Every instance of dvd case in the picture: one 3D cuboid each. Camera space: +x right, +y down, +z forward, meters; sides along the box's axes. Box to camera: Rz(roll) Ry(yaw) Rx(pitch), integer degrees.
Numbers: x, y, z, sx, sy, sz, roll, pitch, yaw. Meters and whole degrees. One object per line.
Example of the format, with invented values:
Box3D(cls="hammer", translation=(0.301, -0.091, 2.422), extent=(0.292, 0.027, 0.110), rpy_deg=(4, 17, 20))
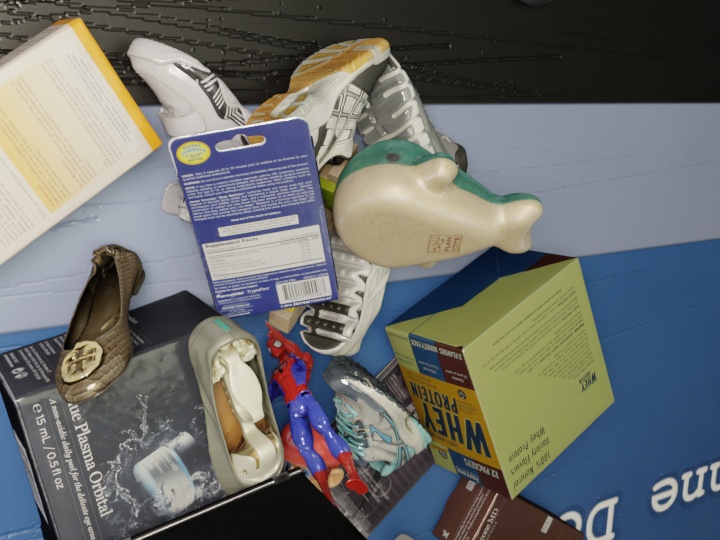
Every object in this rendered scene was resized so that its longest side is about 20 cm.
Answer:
Box3D(cls="dvd case", translation=(0.026, 0.209, 1.031), extent=(0.200, 0.016, 0.149), rpy_deg=(-44, 120, -15))

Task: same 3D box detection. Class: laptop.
Box3D(cls="laptop", translation=(-0.113, 0.260, 0.732), extent=(0.186, 0.116, 0.201), rpy_deg=(-17, 145, -24))

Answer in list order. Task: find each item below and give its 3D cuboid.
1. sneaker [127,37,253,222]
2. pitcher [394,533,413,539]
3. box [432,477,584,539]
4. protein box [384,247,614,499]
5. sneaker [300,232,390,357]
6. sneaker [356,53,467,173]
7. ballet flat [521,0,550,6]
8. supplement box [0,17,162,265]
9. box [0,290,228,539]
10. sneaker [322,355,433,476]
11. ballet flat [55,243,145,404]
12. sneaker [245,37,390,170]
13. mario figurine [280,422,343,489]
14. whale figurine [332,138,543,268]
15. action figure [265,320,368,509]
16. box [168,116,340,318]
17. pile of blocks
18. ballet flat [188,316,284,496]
Box3D(cls="sneaker", translation=(-0.155, -0.112, 0.797), extent=(0.200, 0.075, 0.115), rpy_deg=(43, 76, -36))
Box3D(cls="pitcher", translation=(0.005, 0.436, 1.025), extent=(0.199, 0.121, 0.173), rpy_deg=(-32, 133, -35))
Box3D(cls="box", translation=(0.199, 0.348, 1.143), extent=(0.199, 0.075, 0.101), rpy_deg=(33, 84, -32))
Box3D(cls="protein box", translation=(0.167, 0.111, 1.012), extent=(0.198, 0.134, 0.202), rpy_deg=(-34, 116, -28))
Box3D(cls="sneaker", translation=(0.000, 0.000, 0.938), extent=(0.081, 0.075, 0.202), rpy_deg=(38, 73, -59))
Box3D(cls="sneaker", translation=(0.058, -0.151, 0.939), extent=(0.115, 0.075, 0.202), rpy_deg=(-30, 97, -60))
Box3D(cls="ballet flat", translation=(0.171, -0.378, 0.944), extent=(0.073, 0.073, 0.200), rpy_deg=(-48, 122, -13))
Box3D(cls="supplement box", translation=(-0.285, -0.102, 0.717), extent=(0.200, 0.073, 0.127), rpy_deg=(-40, 120, -18))
Box3D(cls="box", translation=(-0.210, 0.151, 0.805), extent=(0.198, 0.117, 0.199), rpy_deg=(-20, 112, -28))
Box3D(cls="sneaker", translation=(0.009, 0.169, 0.940), extent=(0.086, 0.078, 0.200), rpy_deg=(-46, 135, -5))
Box3D(cls="ballet flat", translation=(-0.221, 0.035, 0.731), extent=(0.067, 0.201, 0.047), rpy_deg=(-14, 123, 7))
Box3D(cls="sneaker", translation=(-0.032, -0.149, 0.830), extent=(0.200, 0.075, 0.088), rpy_deg=(-49, 130, -33))
Box3D(cls="mario figurine", translation=(-0.077, 0.256, 0.917), extent=(0.122, 0.106, 0.202), rpy_deg=(4, 107, -16))
Box3D(cls="whale figurine", translation=(0.073, -0.068, 0.841), extent=(0.197, 0.105, 0.160), rpy_deg=(4, 145, 2))
Box3D(cls="action figure", translation=(-0.068, 0.132, 0.847), extent=(0.065, 0.201, 0.099), rpy_deg=(-38, 138, 12))
Box3D(cls="box", translation=(-0.090, -0.047, 0.771), extent=(0.120, 0.033, 0.201), rpy_deg=(-9, 130, -2))
Box3D(cls="pile of blocks", translation=(-0.065, -0.042, 0.875), extent=(0.082, 0.062, 0.202), rpy_deg=(35, 76, -76))
Box3D(cls="ballet flat", translation=(-0.102, 0.137, 0.762), extent=(0.067, 0.063, 0.202), rpy_deg=(-26, 115, -30))
